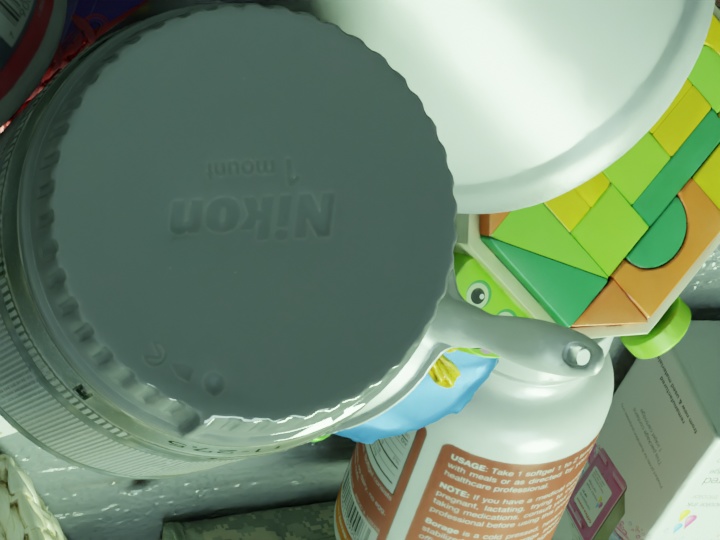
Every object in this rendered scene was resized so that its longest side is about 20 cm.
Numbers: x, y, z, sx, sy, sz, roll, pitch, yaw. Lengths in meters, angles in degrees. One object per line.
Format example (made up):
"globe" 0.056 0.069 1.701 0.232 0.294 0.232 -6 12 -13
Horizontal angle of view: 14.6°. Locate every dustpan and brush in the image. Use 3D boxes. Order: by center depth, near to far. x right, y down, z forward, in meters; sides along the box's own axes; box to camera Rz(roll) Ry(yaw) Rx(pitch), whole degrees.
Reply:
"dustpan and brush" 0.010 0.015 1.157 0.057 0.200 0.140 14 90 -46

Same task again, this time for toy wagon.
"toy wagon" 0.094 -0.030 1.200 0.155 0.040 0.200 46 75 -25

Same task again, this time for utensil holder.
"utensil holder" 0.021 -0.141 1.074 0.170 0.170 0.200 -33 141 12

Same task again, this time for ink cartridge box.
"ink cartridge box" 0.193 0.124 1.542 0.144 0.085 0.200 1 138 -29

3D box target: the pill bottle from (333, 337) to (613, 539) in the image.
"pill bottle" 0.061 0.075 1.402 0.112 0.112 0.200 -5 139 -23

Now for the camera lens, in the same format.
"camera lens" -0.063 -0.008 1.038 0.160 0.160 0.200 -9 175 -18

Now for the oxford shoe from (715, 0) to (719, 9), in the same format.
"oxford shoe" 0.110 -0.098 1.250 0.200 0.074 0.071 5 135 -32

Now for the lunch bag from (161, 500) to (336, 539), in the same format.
"lunch bag" -0.011 0.225 1.474 0.164 0.200 0.118 -6 140 -20

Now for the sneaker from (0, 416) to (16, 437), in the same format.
"sneaker" -0.194 0.082 1.253 0.115 0.074 0.200 -11 140 -11

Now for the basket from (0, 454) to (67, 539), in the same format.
"basket" -0.184 0.203 1.411 0.123 0.136 0.200 -25 143 -1

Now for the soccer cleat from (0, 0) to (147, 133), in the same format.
"soccer cleat" -0.153 -0.078 1.136 0.200 0.073 0.068 -29 143 8

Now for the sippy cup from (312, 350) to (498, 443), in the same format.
"sippy cup" 0.000 0.000 1.265 0.139 0.131 0.178 -24 142 -1

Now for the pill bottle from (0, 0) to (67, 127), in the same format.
"pill bottle" -0.203 -0.132 1.007 0.119 0.120 0.200 -31 142 10
